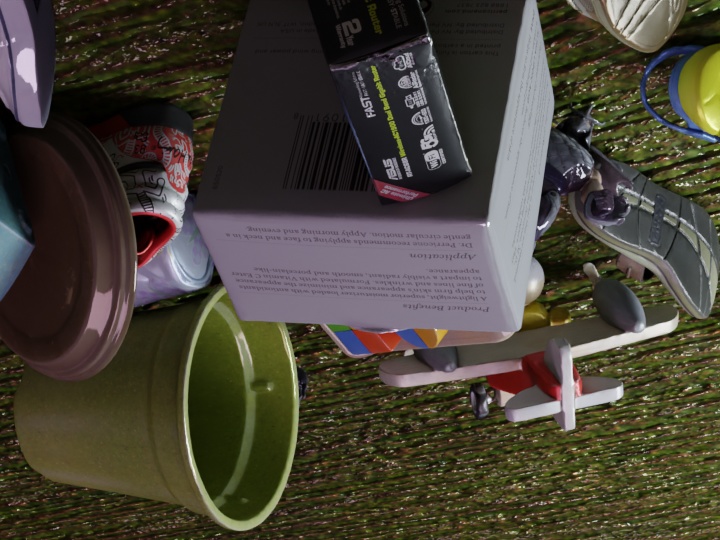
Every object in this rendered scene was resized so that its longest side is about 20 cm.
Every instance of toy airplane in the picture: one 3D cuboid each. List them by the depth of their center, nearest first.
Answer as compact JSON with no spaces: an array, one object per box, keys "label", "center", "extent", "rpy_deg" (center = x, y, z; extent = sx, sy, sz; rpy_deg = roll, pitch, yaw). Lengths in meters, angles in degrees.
[{"label":"toy airplane","center":[0.139,0.056,1.624],"extent":[0.198,0.142,0.200],"rpy_deg":[-6,-175,34]}]

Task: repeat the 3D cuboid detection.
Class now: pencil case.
[{"label":"pencil case","center":[-0.215,-0.005,1.571],"extent":[0.199,0.083,0.091],"rpy_deg":[-16,140,25]}]

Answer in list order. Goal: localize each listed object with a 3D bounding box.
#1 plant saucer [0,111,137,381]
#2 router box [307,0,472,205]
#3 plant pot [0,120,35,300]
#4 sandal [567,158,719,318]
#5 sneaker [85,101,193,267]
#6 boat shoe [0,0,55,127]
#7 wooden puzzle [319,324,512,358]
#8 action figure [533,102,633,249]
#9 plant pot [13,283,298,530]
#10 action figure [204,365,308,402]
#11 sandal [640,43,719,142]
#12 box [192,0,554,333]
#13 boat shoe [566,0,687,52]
[{"label":"plant saucer","center":[-0.233,-0.016,1.443],"extent":[0.029,0.201,0.200],"rpy_deg":[-9,161,-41]},{"label":"router box","center":[0.002,-0.161,1.184],"extent":[0.062,0.201,0.150],"rpy_deg":[-19,148,2]},{"label":"plant pot","center":[-0.349,-0.043,1.387],"extent":[0.199,0.197,0.196],"rpy_deg":[-23,156,9]},{"label":"sandal","center":[0.224,-0.030,1.557],"extent":[0.057,0.080,0.201],"rpy_deg":[-7,147,46]},{"label":"sneaker","center":[-0.211,-0.046,1.475],"extent":[0.201,0.108,0.067],"rpy_deg":[-20,145,30]},{"label":"boat shoe","center":[-0.245,-0.174,1.306],"extent":[0.065,0.074,0.201],"rpy_deg":[3,140,4]},{"label":"wooden puzzle","center":[0.000,0.000,1.501],"extent":[0.200,0.046,0.185],"rpy_deg":[-13,123,51]},{"label":"action figure","center":[0.123,-0.054,1.398],"extent":[0.130,0.200,0.070],"rpy_deg":[29,146,13]},{"label":"plant pot","center":[-0.175,0.110,1.608],"extent":[0.183,0.201,0.200],"rpy_deg":[-2,152,23]},{"label":"action figure","center":[-0.148,0.102,1.736],"extent":[0.199,0.102,0.119],"rpy_deg":[16,133,-26]},{"label":"sandal","center":[0.273,-0.118,1.409],"extent":[0.200,0.080,0.087],"rpy_deg":[23,174,-42]},{"label":"box","center":[0.016,-0.076,1.304],"extent":[0.198,0.201,0.131],"rpy_deg":[2,146,15]},{"label":"boat shoe","center":[0.145,-0.209,1.256],"extent":[0.200,0.063,0.073],"rpy_deg":[31,93,-47]}]
